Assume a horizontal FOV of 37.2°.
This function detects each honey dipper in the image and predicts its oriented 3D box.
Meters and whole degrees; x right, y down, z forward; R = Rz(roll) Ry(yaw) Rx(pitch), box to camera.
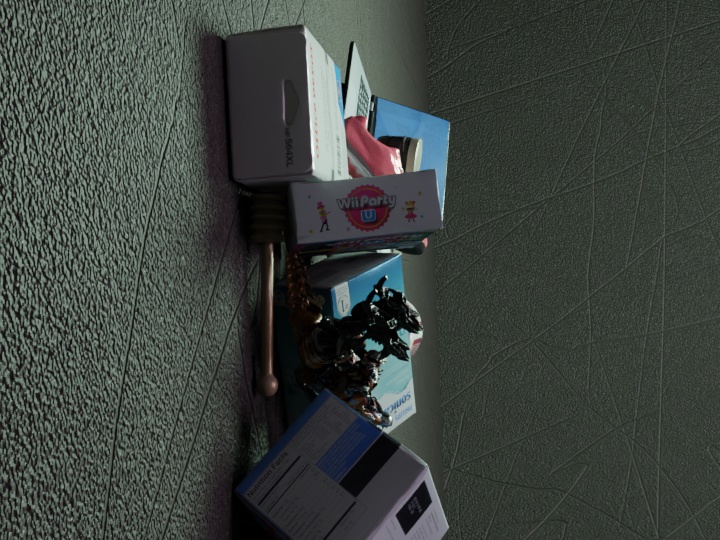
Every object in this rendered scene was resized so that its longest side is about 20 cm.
[{"bbox_3d":[-0.095,0.024,1.063,0.038,0.038,0.200,27,64,-80],"label":"honey dipper"}]

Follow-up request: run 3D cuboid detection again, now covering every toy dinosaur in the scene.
[{"bbox_3d":[-0.018,0.075,1.072,0.200,0.136,0.102,52,24,-31],"label":"toy dinosaur"}]

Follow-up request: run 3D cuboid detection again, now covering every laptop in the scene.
[{"bbox_3d":[0.049,-0.184,1.483,0.200,0.116,0.188,66,26,-61],"label":"laptop"}]

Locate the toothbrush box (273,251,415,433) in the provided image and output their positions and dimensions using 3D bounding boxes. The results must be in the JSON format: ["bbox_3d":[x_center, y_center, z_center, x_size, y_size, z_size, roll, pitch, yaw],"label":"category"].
[{"bbox_3d":[-0.015,0.092,1.203,0.146,0.085,0.200,-29,116,-52],"label":"toothbrush box"}]

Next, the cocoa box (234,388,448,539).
[{"bbox_3d":[-0.012,0.231,1.031,0.133,0.131,0.200,-48,154,-16],"label":"cocoa box"}]

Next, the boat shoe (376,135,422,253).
[{"bbox_3d":[0.033,-0.080,1.408,0.073,0.063,0.200,-25,128,-77],"label":"boat shoe"}]

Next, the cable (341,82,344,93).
[{"bbox_3d":[-0.044,-0.169,1.444,0.163,0.051,0.200,-54,143,-69],"label":"cable"}]

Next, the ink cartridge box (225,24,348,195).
[{"bbox_3d":[-0.071,-0.156,1.105,0.200,0.084,0.146,14,73,-80],"label":"ink cartridge box"}]

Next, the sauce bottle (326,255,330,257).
[{"bbox_3d":[0.000,0.000,1.354,0.065,0.065,0.200,68,-3,-64],"label":"sauce bottle"}]

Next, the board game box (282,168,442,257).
[{"bbox_3d":[-0.005,-0.056,1.129,0.200,0.147,0.064,140,-56,-82],"label":"board game box"}]

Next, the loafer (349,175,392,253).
[{"bbox_3d":[-0.026,-0.078,1.284,0.200,0.073,0.072,61,28,-20],"label":"loafer"}]

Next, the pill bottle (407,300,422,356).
[{"bbox_3d":[0.031,0.089,1.571,0.200,0.114,0.114,14,72,-81],"label":"pill bottle"}]

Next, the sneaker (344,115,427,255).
[{"bbox_3d":[0.030,-0.111,1.338,0.200,0.087,0.074,51,-19,-2],"label":"sneaker"}]

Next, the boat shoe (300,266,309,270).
[{"bbox_3d":[-0.033,0.082,1.322,0.071,0.064,0.200,-83,166,-51],"label":"boat shoe"}]
